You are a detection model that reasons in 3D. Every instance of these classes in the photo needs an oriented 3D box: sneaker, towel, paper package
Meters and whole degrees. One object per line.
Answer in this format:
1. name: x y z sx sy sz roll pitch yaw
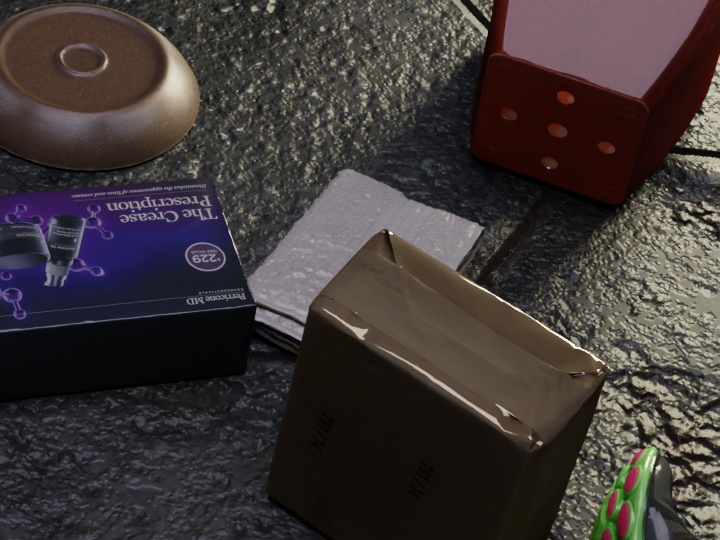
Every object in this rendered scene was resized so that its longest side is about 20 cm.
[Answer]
1. sneaker: 0.210 0.211 1.510 0.084 0.077 0.200 16 44 -21
2. towel: 0.000 0.000 1.695 0.132 0.035 0.200 25 45 12
3. paper package: 0.046 0.106 1.476 0.190 0.200 0.103 33 48 19

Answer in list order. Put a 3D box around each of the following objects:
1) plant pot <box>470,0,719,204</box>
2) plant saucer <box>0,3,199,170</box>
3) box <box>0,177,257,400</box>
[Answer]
1. plant pot: 0.188 -0.176 1.815 0.199 0.200 0.176 20 55 8
2. plant saucer: -0.230 -0.161 1.809 0.200 0.037 0.201 6 43 -6
3. box: -0.191 0.012 1.611 0.200 0.079 0.141 -6 49 -18
